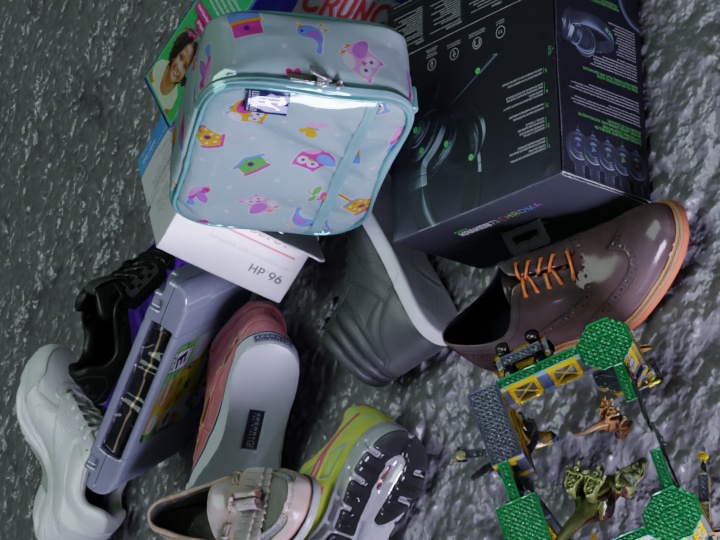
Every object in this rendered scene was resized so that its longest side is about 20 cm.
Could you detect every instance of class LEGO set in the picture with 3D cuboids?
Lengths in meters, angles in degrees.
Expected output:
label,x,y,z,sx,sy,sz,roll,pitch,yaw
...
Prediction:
label,x,y,z,sx,sy,sz,roll,pitch,yaw
LEGO set,0.154,0.142,1.379,0.153,0.116,0.200,-31,53,5

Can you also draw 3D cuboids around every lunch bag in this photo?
label,x,y,z,sx,sy,sz,roll,pitch,yaw
lunch bag,-0.048,-0.100,1.502,0.200,0.160,0.077,118,157,-58

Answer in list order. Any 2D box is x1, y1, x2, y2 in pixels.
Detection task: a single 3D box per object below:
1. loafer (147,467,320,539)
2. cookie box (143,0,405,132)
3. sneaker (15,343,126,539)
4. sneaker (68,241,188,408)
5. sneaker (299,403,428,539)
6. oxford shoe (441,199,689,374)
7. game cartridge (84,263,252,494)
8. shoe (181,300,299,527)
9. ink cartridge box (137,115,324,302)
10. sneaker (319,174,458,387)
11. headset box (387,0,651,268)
label,x,y,z,sx,sy,sz,roll,pitch,yaw
loafer,-0.099,0.184,1.586,0.200,0.063,0.072,-27,44,59
cookie box,-0.044,-0.185,1.658,0.200,0.171,0.075,-54,45,24
sneaker,-0.240,0.151,1.873,0.099,0.078,0.201,-29,65,35
sneaker,-0.185,0.021,1.802,0.069,0.099,0.201,6,69,51
sneaker,-0.022,0.187,1.589,0.200,0.078,0.090,-57,33,12
oxford shoe,0.138,0.013,1.441,0.200,0.072,0.071,-40,48,35
game cartridge,-0.150,0.079,1.729,0.040,0.133,0.201,30,115,13
shoe,-0.096,0.125,1.704,0.091,0.071,0.201,-107,31,-65
ink cartridge box,-0.105,-0.048,1.687,0.068,0.116,0.200,-58,23,18
sneaker,0.000,0.000,1.617,0.099,0.071,0.201,-43,52,27
headset box,0.109,-0.112,1.504,0.174,0.093,0.201,-23,61,45
